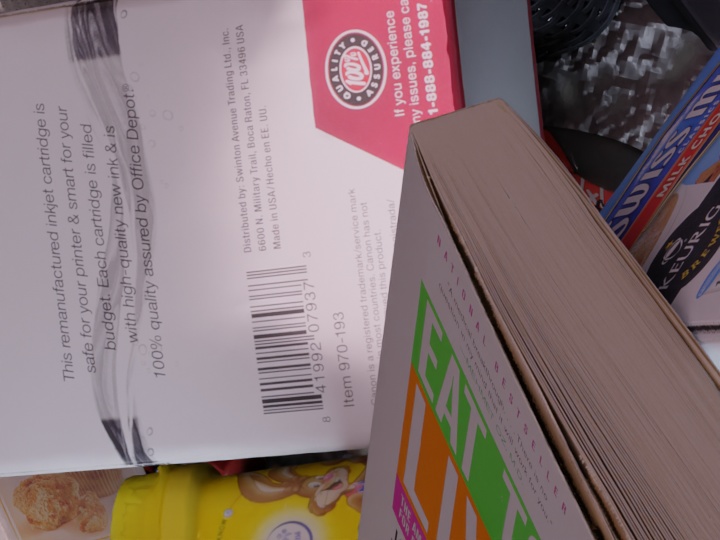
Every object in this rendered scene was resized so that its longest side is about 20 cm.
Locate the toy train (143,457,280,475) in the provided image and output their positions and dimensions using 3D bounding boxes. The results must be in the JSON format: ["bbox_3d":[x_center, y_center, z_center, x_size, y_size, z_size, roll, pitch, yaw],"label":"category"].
[{"bbox_3d":[-0.055,0.076,0.840,0.200,0.034,0.046,19,124,31],"label":"toy train"}]

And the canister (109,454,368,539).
[{"bbox_3d":[0.027,0.123,0.708,0.200,0.087,0.149,-9,56,13],"label":"canister"}]

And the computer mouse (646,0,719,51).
[{"bbox_3d":[0.143,-0.077,0.772,0.059,0.034,0.200,-38,71,17],"label":"computer mouse"}]

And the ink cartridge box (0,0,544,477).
[{"bbox_3d":[-0.046,-0.014,0.713,0.200,0.083,0.145,-6,90,22],"label":"ink cartridge box"}]

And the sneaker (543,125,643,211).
[{"bbox_3d":[0.001,0.000,0.769,0.201,0.067,0.108,8,64,1],"label":"sneaker"}]

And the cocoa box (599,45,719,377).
[{"bbox_3d":[0.166,0.029,0.570,0.200,0.131,0.133,40,77,-13],"label":"cocoa box"}]

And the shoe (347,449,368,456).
[{"bbox_3d":[0.011,0.029,0.822,0.070,0.053,0.200,-37,72,-15],"label":"shoe"}]

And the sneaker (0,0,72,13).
[{"bbox_3d":[-0.112,-0.143,0.847,0.200,0.070,0.080,-80,17,-44],"label":"sneaker"}]

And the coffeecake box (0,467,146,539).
[{"bbox_3d":[-0.152,0.099,0.849,0.154,0.073,0.200,-43,68,41],"label":"coffeecake box"}]

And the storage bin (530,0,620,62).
[{"bbox_3d":[0.001,-0.167,0.818,0.135,0.094,0.200,-18,77,24],"label":"storage bin"}]

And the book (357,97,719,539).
[{"bbox_3d":[0.043,0.069,0.567,0.048,0.200,0.134,-18,57,-16],"label":"book"}]
